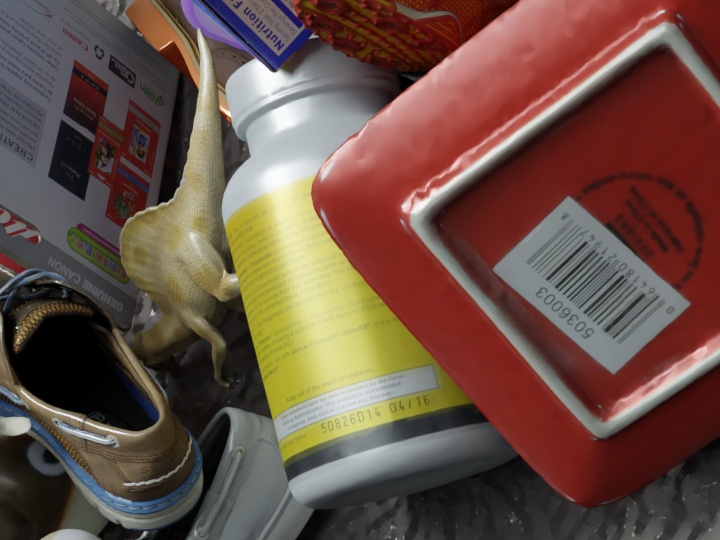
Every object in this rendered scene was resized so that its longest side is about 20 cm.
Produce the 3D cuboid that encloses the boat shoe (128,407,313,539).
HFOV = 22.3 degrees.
[{"bbox_3d":[-0.097,0.155,0.890,0.200,0.068,0.072,-52,30,10],"label":"boat shoe"}]

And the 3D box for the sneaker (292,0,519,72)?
[{"bbox_3d":[0.045,-0.126,0.808,0.073,0.200,0.078,1,90,44],"label":"sneaker"}]

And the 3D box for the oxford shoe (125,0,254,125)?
[{"bbox_3d":[-0.049,-0.109,0.959,0.073,0.071,0.200,-46,56,2],"label":"oxford shoe"}]

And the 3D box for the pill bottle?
[{"bbox_3d":[0.000,0.000,0.831,0.112,0.112,0.201,-22,76,30],"label":"pill bottle"}]

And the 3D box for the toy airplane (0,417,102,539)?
[{"bbox_3d":[-0.175,0.147,0.793,0.141,0.201,0.199,-19,30,-6],"label":"toy airplane"}]

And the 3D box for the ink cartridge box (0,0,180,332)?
[{"bbox_3d":[-0.198,-0.075,0.954,0.084,0.200,0.176,-15,55,32],"label":"ink cartridge box"}]

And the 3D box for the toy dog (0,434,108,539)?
[{"bbox_3d":[-0.219,0.099,0.972,0.199,0.139,0.195,4,96,37],"label":"toy dog"}]

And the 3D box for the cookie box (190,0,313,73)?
[{"bbox_3d":[-0.029,-0.213,0.836,0.200,0.075,0.171,-47,43,2],"label":"cookie box"}]

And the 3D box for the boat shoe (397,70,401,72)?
[{"bbox_3d":[-0.023,-0.187,0.966,0.070,0.066,0.200,-37,56,21],"label":"boat shoe"}]

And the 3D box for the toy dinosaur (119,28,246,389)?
[{"bbox_3d":[-0.073,-0.009,0.908,0.101,0.058,0.201,22,122,12],"label":"toy dinosaur"}]

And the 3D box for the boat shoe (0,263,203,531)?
[{"bbox_3d":[-0.148,0.037,0.869,0.200,0.073,0.072,33,55,26],"label":"boat shoe"}]

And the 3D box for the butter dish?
[{"bbox_3d":[0.110,-0.040,0.770,0.199,0.200,0.148,-37,18,17],"label":"butter dish"}]

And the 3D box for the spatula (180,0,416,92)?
[{"bbox_3d":[-0.001,-0.101,0.898,0.200,0.021,0.057,31,128,13],"label":"spatula"}]
